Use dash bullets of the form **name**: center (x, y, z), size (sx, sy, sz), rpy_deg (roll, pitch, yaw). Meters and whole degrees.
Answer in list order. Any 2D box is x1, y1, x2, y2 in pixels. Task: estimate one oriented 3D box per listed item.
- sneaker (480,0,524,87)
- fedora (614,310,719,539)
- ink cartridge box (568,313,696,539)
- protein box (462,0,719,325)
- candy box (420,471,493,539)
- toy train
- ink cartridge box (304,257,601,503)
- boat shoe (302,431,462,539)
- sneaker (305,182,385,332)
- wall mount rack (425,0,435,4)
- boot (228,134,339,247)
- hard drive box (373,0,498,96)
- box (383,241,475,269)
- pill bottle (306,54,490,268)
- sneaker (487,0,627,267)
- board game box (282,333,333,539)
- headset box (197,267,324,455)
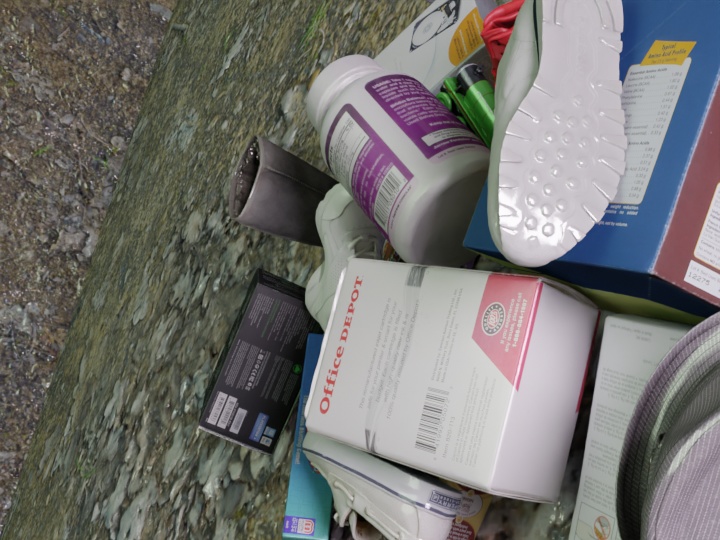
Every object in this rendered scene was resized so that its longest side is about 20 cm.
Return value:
- **sneaker**: center (0.133, -0.175, 0.831), size (0.200, 0.115, 0.079), rpy_deg (-50, 29, 30)
- **fedora**: center (0.198, 0.108, 0.426), size (0.176, 0.090, 0.202), rpy_deg (29, 103, 34)
- **ink cartridge box**: center (0.201, 0.136, 0.548), size (0.162, 0.057, 0.202), rpy_deg (12, 97, 64)
- **protein box**: center (0.201, -0.079, 0.597), size (0.198, 0.134, 0.202), rpy_deg (13, 81, 65)
- **candy box**: center (0.080, 0.125, 0.761), size (0.201, 0.055, 0.115), rpy_deg (-66, 27, 2)
- **toy train**: center (0.126, -0.095, 0.769), size (0.201, 0.041, 0.056), rpy_deg (62, 144, 21)
- **ink cartridge box**: center (0.063, 0.075, 0.679), size (0.199, 0.082, 0.148), rpy_deg (7, 79, 49)
- **boat shoe**: center (0.005, 0.182, 0.728), size (0.199, 0.071, 0.070), rpy_deg (10, 78, 56)
- **sneaker**: center (0.000, 0.000, 0.887), size (0.100, 0.077, 0.201), rpy_deg (-118, 26, -42)
- **wall mount rack**: center (0.138, -0.395, 1.047), size (0.173, 0.074, 0.202), rpy_deg (-15, 57, 59)
- **boot**: center (-0.044, -0.102, 1.019), size (0.072, 0.199, 0.183), rpy_deg (-27, 47, 53)
- **hard drive box**: center (0.074, -0.194, 0.965), size (0.200, 0.077, 0.157), rpy_deg (-40, 34, 26)
- **box**: center (0.051, 0.020, 0.924), size (0.202, 0.039, 0.137), rpy_deg (-67, 24, 1)
- **pill bottle**: center (0.034, -0.100, 0.770), size (0.113, 0.112, 0.200), rpy_deg (-56, 49, 22)
- **sneaker**: center (0.113, -0.089, 0.556), size (0.080, 0.076, 0.202), rpy_deg (141, 148, -63)
- **board game box**: center (-0.045, 0.188, 0.894), size (0.153, 0.045, 0.202), rpy_deg (98, 178, -59)
- **headset box**: center (-0.116, 0.099, 1.072), size (0.200, 0.092, 0.175), rpy_deg (-149, 82, -81)
